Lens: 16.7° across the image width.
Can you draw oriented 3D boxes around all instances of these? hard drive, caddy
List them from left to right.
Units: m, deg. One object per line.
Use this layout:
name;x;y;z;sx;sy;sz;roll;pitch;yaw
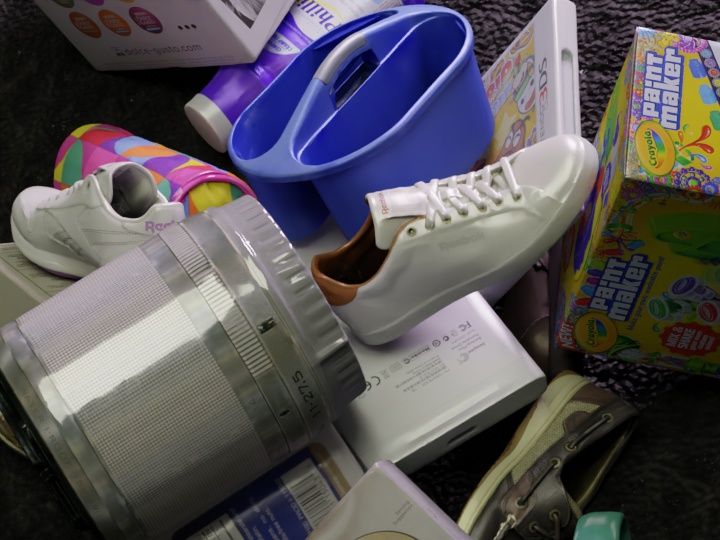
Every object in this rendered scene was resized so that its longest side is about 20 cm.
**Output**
caddy;0.000;-0.105;1.659;0.141;0.105;0.200;7;42;37
hard drive;0.014;0.039;1.635;0.132;0.027;0.200;-30;56;-12

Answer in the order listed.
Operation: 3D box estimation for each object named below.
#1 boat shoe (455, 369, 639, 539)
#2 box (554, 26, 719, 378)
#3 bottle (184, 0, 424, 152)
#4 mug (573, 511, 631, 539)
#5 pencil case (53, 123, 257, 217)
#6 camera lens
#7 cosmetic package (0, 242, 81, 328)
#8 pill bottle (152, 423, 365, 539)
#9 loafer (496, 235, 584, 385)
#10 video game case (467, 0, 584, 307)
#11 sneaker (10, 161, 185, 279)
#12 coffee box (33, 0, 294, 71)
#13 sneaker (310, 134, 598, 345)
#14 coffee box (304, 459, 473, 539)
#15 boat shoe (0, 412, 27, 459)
boat shoe;0.116;0.152;1.590;0.065;0.073;0.200;16;63;29
box;0.241;-0.033;1.574;0.192;0.200;0.122;11;56;-2
bottle;-0.045;-0.169;1.875;0.200;0.065;0.084;-40;55;-14
mug;0.140;0.237;1.496;0.152;0.114;0.185;-32;53;-8
pencil case;-0.149;-0.049;1.768;0.088;0.088;0.200;-42;29;-15
camera lens;-0.117;0.065;1.521;0.200;0.160;0.160;-32;53;-8
cosmetic package;-0.187;0.044;1.697;0.105;0.071;0.200;-3;21;-31
pill bottle;-0.091;0.179;1.603;0.200;0.120;0.120;-32;53;-8
loafer;0.116;-0.009;1.706;0.071;0.073;0.200;-5;54;11
video game case;0.092;-0.062;1.696;0.023;0.200;0.182;17;51;-21
sneaker;-0.171;-0.035;1.670;0.075;0.100;0.200;-8;22;-36
coffee box;-0.152;-0.292;1.875;0.199;0.198;0.200;1;51;47
sneaker;0.057;-0.031;1.563;0.200;0.085;0.073;-36;38;14
coffee box;-0.014;0.227;1.513;0.113;0.080;0.200;44;92;7
boat shoe;-0.214;0.102;1.721;0.072;0.076;0.200;-42;54;-13
